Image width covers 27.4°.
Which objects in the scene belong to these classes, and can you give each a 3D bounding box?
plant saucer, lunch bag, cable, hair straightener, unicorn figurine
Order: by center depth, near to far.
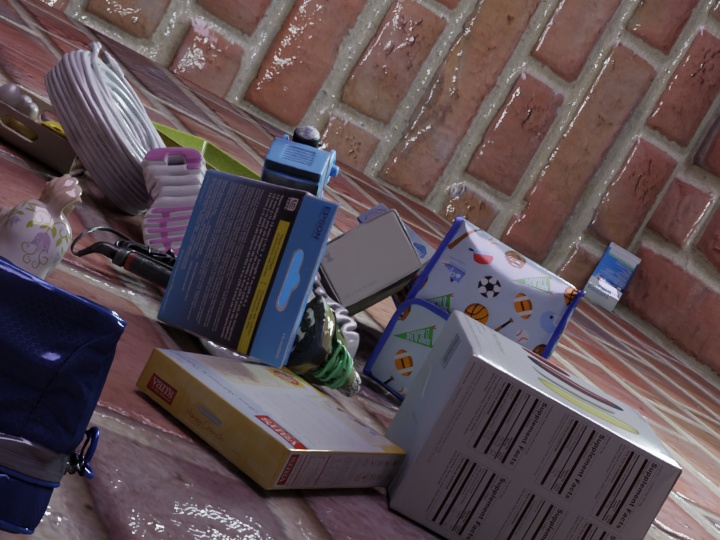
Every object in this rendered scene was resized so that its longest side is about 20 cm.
[{"bbox_3d":[-0.213,0.049,0.713,0.198,0.133,0.136,28,-7,-13],"label":"lunch bag"},{"bbox_3d":[-0.219,0.026,0.889,0.073,0.202,0.137,20,-15,-29],"label":"unicorn figurine"},{"bbox_3d":[-0.190,0.006,1.423,0.198,0.041,0.077,22,11,-28],"label":"hair straightener"},{"bbox_3d":[0.119,0.072,1.574,0.169,0.201,0.124,32,-20,8],"label":"lunch bag"},{"bbox_3d":[-0.286,-0.158,1.685,0.201,0.069,0.200,58,6,-9],"label":"cable"},{"bbox_3d":[-0.214,-0.140,2.161,0.199,0.048,0.199,34,8,22],"label":"plant saucer"}]

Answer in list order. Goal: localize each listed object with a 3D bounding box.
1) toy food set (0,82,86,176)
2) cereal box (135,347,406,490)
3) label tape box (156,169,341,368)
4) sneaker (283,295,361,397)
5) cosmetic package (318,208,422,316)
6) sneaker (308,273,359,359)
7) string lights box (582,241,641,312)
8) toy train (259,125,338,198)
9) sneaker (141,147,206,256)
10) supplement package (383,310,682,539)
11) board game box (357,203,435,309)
[{"bbox_3d":[-0.375,-0.176,1.738,0.142,0.061,0.200,30,8,-2],"label":"toy food set"},{"bbox_3d":[-0.066,0.118,1.150,0.143,0.040,0.199,33,9,27],"label":"cereal box"},{"bbox_3d":[-0.082,0.001,1.265,0.066,0.145,0.199,21,-3,-40],"label":"label tape box"},{"bbox_3d":[-0.030,0.077,1.350,0.088,0.077,0.200,38,-2,-3],"label":"sneaker"},{"bbox_3d":[0.000,0.000,1.644,0.074,0.103,0.200,62,-7,4],"label":"cosmetic package"},{"bbox_3d":[-0.080,0.026,1.525,0.080,0.076,0.200,4,33,-40],"label":"sneaker"},{"bbox_3d":[0.710,0.017,4.175,0.102,0.059,0.200,32,47,8],"label":"string lights box"},{"bbox_3d":[-0.085,-0.066,1.698,0.086,0.202,0.115,17,32,3],"label":"toy train"},{"bbox_3d":[-0.192,-0.046,1.564,0.079,0.089,0.201,-1,36,-9],"label":"sneaker"},{"bbox_3d":[0.139,0.158,1.267,0.198,0.148,0.191,29,8,-6],"label":"supplement package"},{"bbox_3d":[0.078,0.039,1.789,0.202,0.041,0.200,66,-9,-25],"label":"board game box"}]
